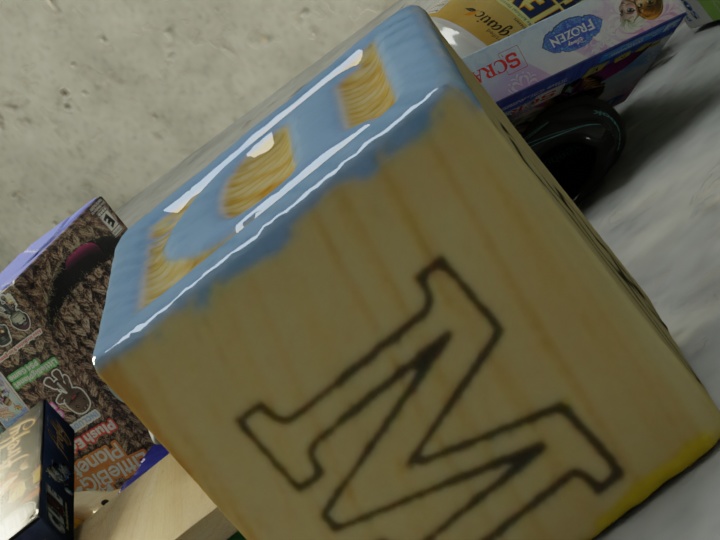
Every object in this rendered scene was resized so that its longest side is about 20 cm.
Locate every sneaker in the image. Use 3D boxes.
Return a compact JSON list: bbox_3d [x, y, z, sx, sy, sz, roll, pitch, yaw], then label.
[{"bbox_3d":[0.092,-0.048,1.376,0.200,0.075,0.079,-38,12,13],"label":"sneaker"}]

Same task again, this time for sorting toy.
[{"bbox_3d":[-0.126,0.184,1.173,0.199,0.070,0.200,-39,10,5],"label":"sorting toy"}]

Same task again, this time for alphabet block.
[{"bbox_3d":[0.018,0.027,0.921,0.196,0.200,0.195,-37,15,9],"label":"alphabet block"}]

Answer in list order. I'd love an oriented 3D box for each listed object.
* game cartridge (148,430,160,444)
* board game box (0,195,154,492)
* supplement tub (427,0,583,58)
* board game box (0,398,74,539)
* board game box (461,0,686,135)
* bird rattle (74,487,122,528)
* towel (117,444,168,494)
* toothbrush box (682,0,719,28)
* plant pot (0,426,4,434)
[{"bbox_3d":[-0.064,0.061,1.243,0.132,0.041,0.200,-4,11,7],"label":"game cartridge"},{"bbox_3d":[-0.198,0.073,1.539,0.097,0.200,0.160,-33,13,29],"label":"board game box"},{"bbox_3d":[0.119,-0.168,1.601,0.200,0.145,0.144,-43,11,-19],"label":"supplement tub"},{"bbox_3d":[-0.244,0.169,1.292,0.135,0.035,0.200,-39,18,4],"label":"board game box"},{"bbox_3d":[0.113,-0.123,1.413,0.199,0.041,0.200,-26,-9,-9],"label":"board game box"},{"bbox_3d":[-0.232,0.207,1.397,0.162,0.113,0.200,-17,22,23],"label":"bird rattle"},{"bbox_3d":[-0.091,0.127,1.378,0.147,0.050,0.200,-25,15,30],"label":"towel"},{"bbox_3d":[0.314,-0.268,1.498,0.146,0.086,0.200,-42,9,-14],"label":"toothbrush box"},{"bbox_3d":[-0.292,0.173,1.565,0.134,0.201,0.200,-1,28,25],"label":"plant pot"}]
